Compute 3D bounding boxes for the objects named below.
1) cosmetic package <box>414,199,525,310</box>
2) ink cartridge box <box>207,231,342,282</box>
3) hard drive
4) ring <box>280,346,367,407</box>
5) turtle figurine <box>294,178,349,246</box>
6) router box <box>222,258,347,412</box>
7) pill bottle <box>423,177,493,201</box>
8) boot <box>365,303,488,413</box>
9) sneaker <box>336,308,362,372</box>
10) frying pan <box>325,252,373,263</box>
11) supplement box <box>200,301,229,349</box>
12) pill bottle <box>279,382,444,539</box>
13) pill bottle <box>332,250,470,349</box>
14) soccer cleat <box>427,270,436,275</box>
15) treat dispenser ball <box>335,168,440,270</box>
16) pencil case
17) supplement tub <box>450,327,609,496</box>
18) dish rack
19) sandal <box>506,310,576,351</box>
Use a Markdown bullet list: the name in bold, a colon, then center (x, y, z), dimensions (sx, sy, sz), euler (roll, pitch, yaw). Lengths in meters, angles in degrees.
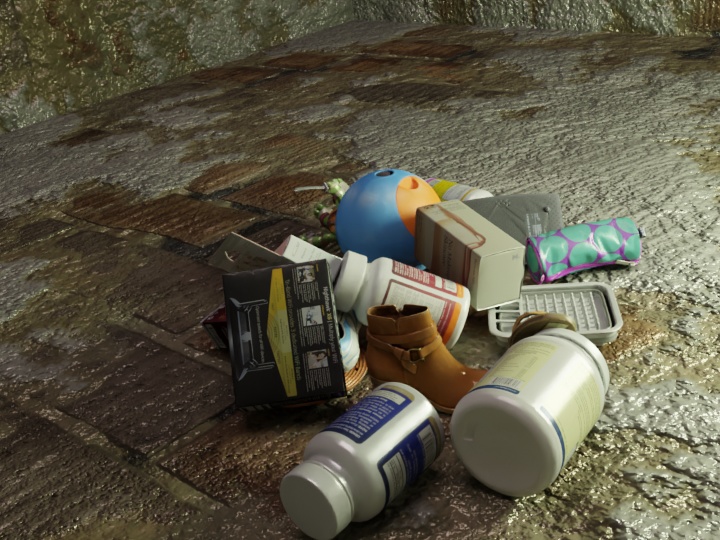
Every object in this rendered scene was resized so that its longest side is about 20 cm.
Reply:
- **cosmetic package**: center (0.173, -0.029, 1.561), dimensions (0.087, 0.104, 0.200), euler (-13, 30, -24)
- **ink cartridge box**: center (-0.141, -0.014, 1.529), dimensions (0.044, 0.173, 0.200), euler (-67, 12, -20)
- **hard drive**: center (0.268, -0.069, 1.738), dimensions (0.200, 0.135, 0.042), euler (-5, -18, 0)
- **ring**: center (-0.086, 0.157, 1.470), dimensions (0.200, 0.019, 0.200), euler (-6, 26, 3)
- **turtle figurine**: center (-0.081, -0.121, 1.919), dimensions (0.200, 0.144, 0.194), euler (-4, 21, 0)
- **router box**: center (-0.110, 0.093, 1.381), dimensions (0.157, 0.200, 0.052), euler (-8, -17, 2)
- **pill bottle**: center (0.197, -0.114, 1.869), dimensions (0.104, 0.104, 0.200), euler (-26, 31, -34)
- **boot**: center (0.104, 0.118, 1.336), dimensions (0.200, 0.155, 0.074), euler (-4, 25, 7)
- **sneaker**: center (-0.039, 0.085, 1.492), dimensions (0.072, 0.073, 0.200), euler (-29, 24, 11)
- **frying pan**: center (0.015, -0.001, 1.536), dimensions (0.115, 0.031, 0.190), euler (-5, -16, 34)
- **supplement box**: center (-0.159, 0.072, 1.532), dimensions (0.109, 0.061, 0.200), euler (-42, 22, -33)
- **pill bottle**: center (0.001, 0.233, 1.163), dimensions (0.120, 0.120, 0.200), euler (13, 32, 38)
- **pill bottle**: center (0.058, 0.045, 1.474), dimensions (0.200, 0.110, 0.110), euler (20, 24, -8)
- **soccer cleat**: center (0.168, 0.025, 1.625), dimensions (0.200, 0.067, 0.076), euler (-23, 24, -37)
- **treat dispenser ball**: center (0.054, -0.082, 1.728), dimensions (0.201, 0.201, 0.201), euler (-6, 25, 3)
- **pencil case**: center (0.389, -0.034, 1.663), dimensions (0.200, 0.085, 0.093), euler (-12, 61, -7)
- **supplement tub**: center (0.218, 0.171, 1.201), dimensions (0.145, 0.145, 0.200), euler (10, 30, 34)
- **dish rack**: center (0.302, 0.076, 1.504), dimensions (0.200, 0.044, 0.172), euler (-4, 24, 8)
- **sandal**: center (0.248, 0.088, 1.347), dimensions (0.080, 0.054, 0.200), euler (7, -19, 0)
